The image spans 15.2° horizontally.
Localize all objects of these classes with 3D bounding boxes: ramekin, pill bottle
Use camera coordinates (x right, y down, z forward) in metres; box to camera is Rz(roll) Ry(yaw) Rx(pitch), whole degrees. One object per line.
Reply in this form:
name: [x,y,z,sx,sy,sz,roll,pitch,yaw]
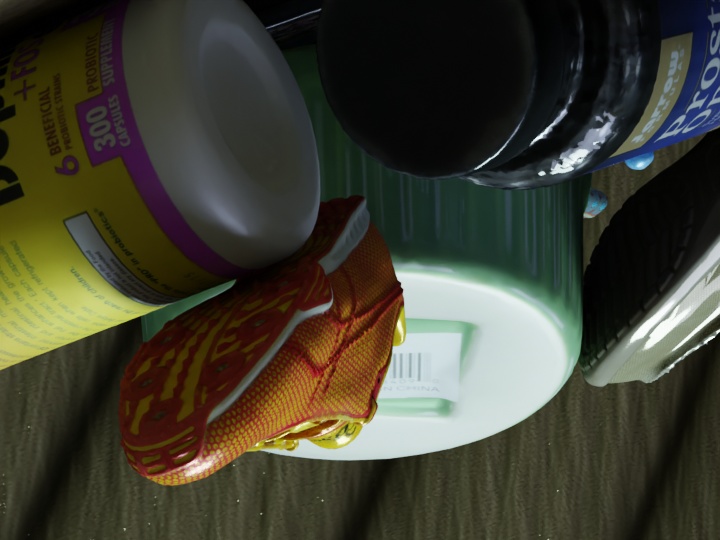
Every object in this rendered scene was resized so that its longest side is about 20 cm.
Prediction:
ramekin: [0.000,0.000,1.118,0.200,0.098,0.200,-2,151,-1]
pill bottle: [-0.121,-0.022,0.934,0.200,0.104,0.104,-21,179,23]
pill bottle: [0.072,-0.090,0.967,0.112,0.112,0.200,-21,180,34]

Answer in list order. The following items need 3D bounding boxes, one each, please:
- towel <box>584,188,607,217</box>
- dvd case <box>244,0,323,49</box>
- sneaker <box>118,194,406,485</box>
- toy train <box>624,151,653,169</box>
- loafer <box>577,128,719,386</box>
towel: [0.006,-0.050,1.272,0.147,0.022,0.200,10,179,37]
dvd case: [-0.104,-0.073,1.070,0.200,0.018,0.143,-19,179,-9]
sneaker: [-0.022,0.033,0.926,0.073,0.077,0.200,-19,-169,25]
toy train: [0.120,-0.103,1.178,0.200,0.114,0.087,-20,179,-2]
loafer: [0.156,-0.016,1.079,0.068,0.076,0.200,23,131,-20]
